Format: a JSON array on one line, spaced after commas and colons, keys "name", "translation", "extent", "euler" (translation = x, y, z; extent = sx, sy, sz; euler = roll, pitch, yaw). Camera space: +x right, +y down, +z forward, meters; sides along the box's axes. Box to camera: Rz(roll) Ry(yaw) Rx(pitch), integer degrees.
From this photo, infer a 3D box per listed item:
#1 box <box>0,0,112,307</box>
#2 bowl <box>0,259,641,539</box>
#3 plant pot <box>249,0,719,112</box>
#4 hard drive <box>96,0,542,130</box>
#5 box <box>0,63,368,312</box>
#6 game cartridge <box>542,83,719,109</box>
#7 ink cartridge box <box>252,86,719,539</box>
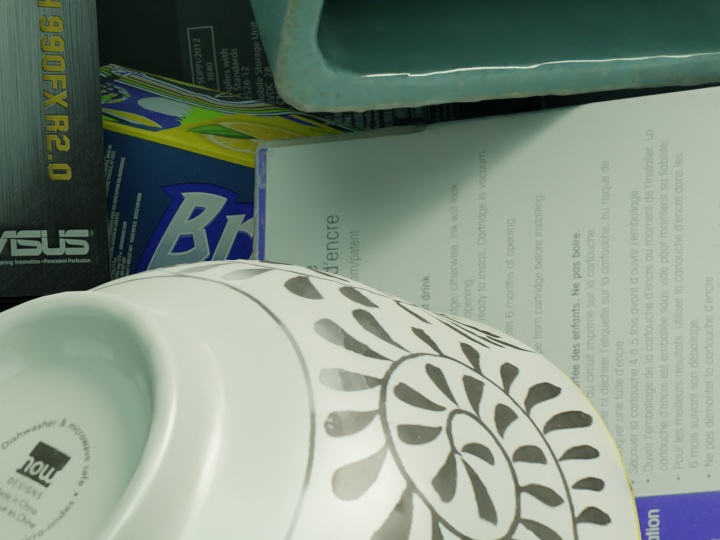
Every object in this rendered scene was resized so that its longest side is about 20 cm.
[{"name": "box", "translation": [-0.150, -0.064, 0.801], "extent": [0.048, 0.159, 0.200], "euler": [-1, -4, -44]}, {"name": "bowl", "translation": [-0.050, 0.065, 0.615], "extent": [0.201, 0.094, 0.201], "euler": [-23, 42, 22]}, {"name": "plant pot", "translation": [0.054, -0.180, 0.702], "extent": [0.196, 0.197, 0.200], "euler": [-6, 42, -21]}, {"name": "hard drive", "translation": [-0.047, -0.051, 0.859], "extent": [0.200, 0.140, 0.033], "euler": [-5, 15, 2]}, {"name": "box", "translation": [0.000, 0.000, 0.785], "extent": [0.200, 0.064, 0.070], "euler": [16, 17, 20]}, {"name": "game cartridge", "translation": [0.128, -0.072, 0.851], "extent": [0.133, 0.041, 0.200], "euler": [-26, 8, -20]}, {"name": "ink cartridge box", "translation": [0.069, 0.055, 0.676], "extent": [0.200, 0.043, 0.198], "euler": [-5, 74, 24]}]
